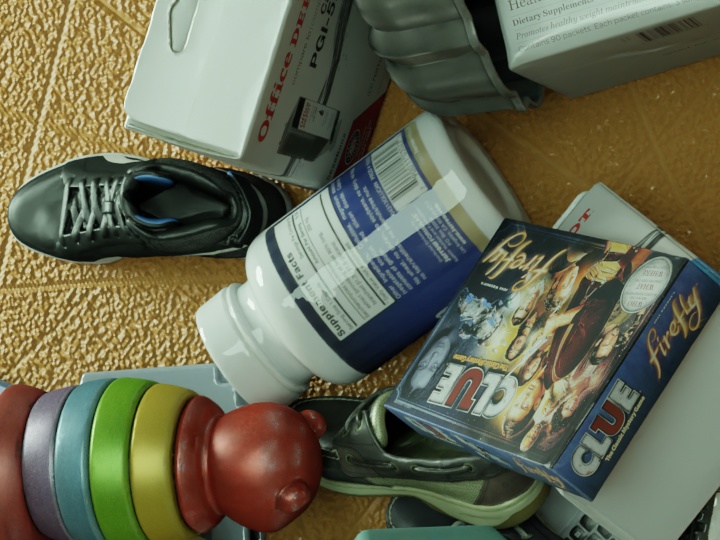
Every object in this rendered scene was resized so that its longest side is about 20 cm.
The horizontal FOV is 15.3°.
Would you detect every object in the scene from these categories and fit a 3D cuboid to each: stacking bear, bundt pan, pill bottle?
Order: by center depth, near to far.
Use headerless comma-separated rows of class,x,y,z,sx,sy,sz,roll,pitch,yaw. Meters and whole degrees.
bundt pan,0.044,-0.184,1.606,0.075,0.202,0.204,-14,81,19
stacking bear,-0.119,0.121,1.635,0.198,0.114,0.122,-2,41,16
pill bottle,0.000,0.000,1.653,0.199,0.111,0.111,-36,75,13

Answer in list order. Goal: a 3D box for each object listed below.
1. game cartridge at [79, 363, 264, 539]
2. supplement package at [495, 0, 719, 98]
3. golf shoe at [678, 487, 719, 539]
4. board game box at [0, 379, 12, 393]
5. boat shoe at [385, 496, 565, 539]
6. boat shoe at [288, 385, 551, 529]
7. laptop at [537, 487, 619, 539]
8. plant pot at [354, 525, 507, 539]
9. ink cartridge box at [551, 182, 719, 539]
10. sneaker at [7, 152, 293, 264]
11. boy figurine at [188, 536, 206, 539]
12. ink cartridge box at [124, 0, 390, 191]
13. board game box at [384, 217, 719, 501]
game cartridge,-0.127,0.162,1.725,0.132,0.041,0.202,-4,84,23
supplement package,0.171,-0.231,1.594,0.190,0.147,0.202,-16,81,18
golf shoe,0.242,0.103,1.550,0.094,0.078,0.201,23,67,1
board game box,-0.284,0.162,1.779,0.150,0.037,0.201,21,92,20
boat shoe,0.076,0.166,1.602,0.199,0.063,0.073,27,86,47
boat shoe,0.026,0.100,1.629,0.200,0.066,0.072,14,47,40
laptop,0.111,0.221,1.592,0.200,0.116,0.188,43,99,18
plant pot,0.052,0.248,1.486,0.142,0.140,0.201,-63,36,41
ink cartridge box,0.152,0.053,1.543,0.086,0.200,0.147,37,95,-23
sneaker,-0.151,-0.045,1.710,0.198,0.112,0.074,0,84,19
boy figurine,-0.051,0.230,1.632,0.199,0.125,0.064,27,52,28
ink cartridge box,-0.051,-0.132,1.635,0.082,0.200,0.148,18,92,20
board game box,0.103,0.045,1.494,0.035,0.200,0.136,38,80,-25
